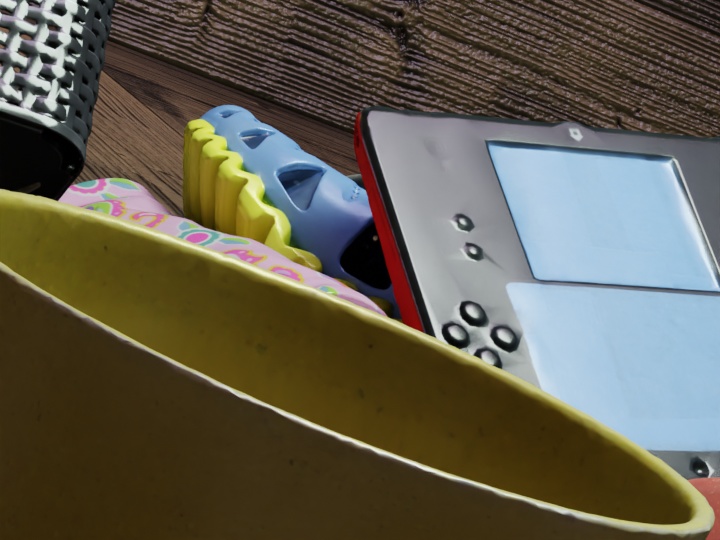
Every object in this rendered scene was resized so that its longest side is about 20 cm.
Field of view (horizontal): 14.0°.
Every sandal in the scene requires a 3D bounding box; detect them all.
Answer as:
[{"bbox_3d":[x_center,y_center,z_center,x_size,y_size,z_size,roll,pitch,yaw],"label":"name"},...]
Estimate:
[{"bbox_3d":[0.000,0.000,1.178,0.087,0.080,0.200,-27,55,-26],"label":"sandal"}]

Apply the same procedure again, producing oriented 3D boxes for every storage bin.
[{"bbox_3d":[-0.189,-0.065,1.135,0.135,0.094,0.200,18,-30,-18],"label":"storage bin"}]

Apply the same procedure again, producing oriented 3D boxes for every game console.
[{"bbox_3d":[0.102,0.014,1.133,0.200,0.031,0.177,4,56,-29],"label":"game console"}]

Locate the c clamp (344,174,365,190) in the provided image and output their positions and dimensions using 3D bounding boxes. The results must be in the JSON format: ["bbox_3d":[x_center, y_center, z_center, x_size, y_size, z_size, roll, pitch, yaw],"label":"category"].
[{"bbox_3d":[0.028,-0.004,1.299,0.200,0.027,0.171,-10,-33,43],"label":"c clamp"}]

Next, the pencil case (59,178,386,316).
[{"bbox_3d":[-0.065,0.023,1.130,0.087,0.088,0.200,17,5,-38],"label":"pencil case"}]

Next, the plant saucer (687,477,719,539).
[{"bbox_3d":[0.216,0.159,0.998,0.199,0.037,0.200,19,36,-30],"label":"plant saucer"}]

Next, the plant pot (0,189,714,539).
[{"bbox_3d":[-0.034,0.083,0.708,0.200,0.142,0.200,22,7,-3],"label":"plant pot"}]

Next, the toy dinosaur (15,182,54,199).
[{"bbox_3d":[-0.152,0.024,1.047,0.181,0.105,0.200,6,11,23],"label":"toy dinosaur"}]
